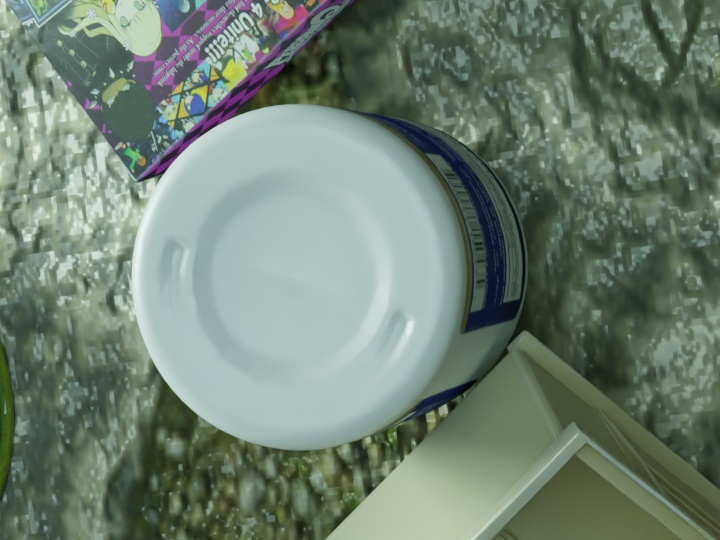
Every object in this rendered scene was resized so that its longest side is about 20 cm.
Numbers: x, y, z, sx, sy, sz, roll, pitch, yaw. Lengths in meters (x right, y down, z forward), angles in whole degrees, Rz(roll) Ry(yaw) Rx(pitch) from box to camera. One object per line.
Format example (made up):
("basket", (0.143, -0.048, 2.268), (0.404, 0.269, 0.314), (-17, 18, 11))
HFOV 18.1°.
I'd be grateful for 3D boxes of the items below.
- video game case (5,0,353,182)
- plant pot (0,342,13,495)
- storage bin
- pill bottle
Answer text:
("video game case", (-0.075, -0.166, 0.931), (0.200, 0.036, 0.181), (-41, 81, 30))
("plant pot", (-0.274, 0.069, 0.934), (0.200, 0.193, 0.201), (0, 92, 14))
("storage bin", (0.069, 0.163, 0.860), (0.198, 0.094, 0.200), (39, 102, -23))
("pill bottle", (0.000, 0.000, 0.859), (0.119, 0.200, 0.120), (0, 91, 14))
